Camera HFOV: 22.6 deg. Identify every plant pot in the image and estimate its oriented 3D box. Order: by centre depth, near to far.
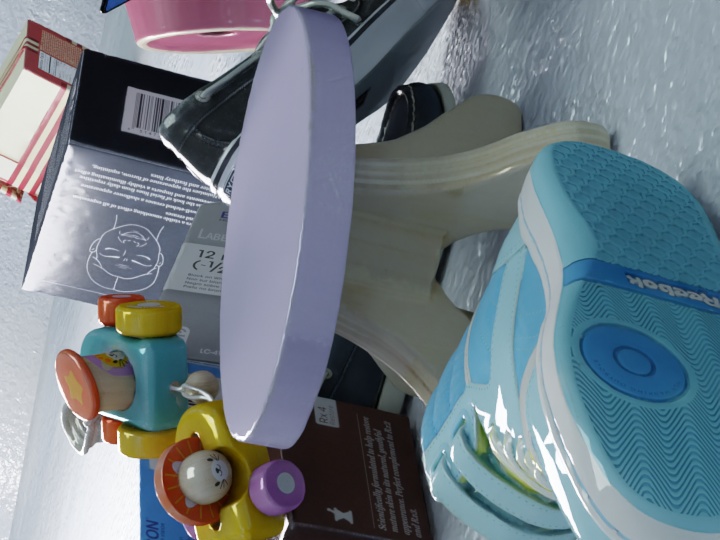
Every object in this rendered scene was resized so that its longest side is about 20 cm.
[{"bbox_3d":[-0.104,-0.254,1.303,0.200,0.199,0.180,177,89,-75],"label":"plant pot"}]

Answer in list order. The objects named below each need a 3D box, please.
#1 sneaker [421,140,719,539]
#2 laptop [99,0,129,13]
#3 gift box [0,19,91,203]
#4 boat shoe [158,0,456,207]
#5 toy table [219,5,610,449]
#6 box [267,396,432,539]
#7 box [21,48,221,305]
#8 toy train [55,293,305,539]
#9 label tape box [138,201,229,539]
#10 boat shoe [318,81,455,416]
[{"bbox_3d":[0.069,0.058,0.560,0.200,0.079,0.131,-83,14,-61],"label":"sneaker"},{"bbox_3d":[0.006,-0.195,0.775,0.116,0.199,0.188,-100,27,-50],"label":"laptop"},{"bbox_3d":[-0.411,-0.190,2.424,0.187,0.199,0.185,-53,20,23],"label":"gift box"},{"bbox_3d":[-0.023,-0.104,0.893,0.199,0.068,0.074,-46,-12,-34],"label":"boat shoe"},{"bbox_3d":[0.014,-0.012,0.748,0.184,0.117,0.201,130,149,-60],"label":"toy table"},{"bbox_3d":[-0.034,0.169,0.866,0.100,0.075,0.201,-99,24,-56],"label":"box"},{"bbox_3d":[-0.184,-0.064,1.492,0.200,0.148,0.107,119,159,-47],"label":"box"},{"bbox_3d":[-0.096,0.106,0.805,0.200,0.055,0.151,55,132,30],"label":"toy train"},{"bbox_3d":[-0.066,0.046,0.968,0.200,0.066,0.144,-77,-8,-55],"label":"label tape box"},{"bbox_3d":[0.000,0.000,0.898,0.075,0.062,0.201,-147,70,-76],"label":"boat shoe"}]
